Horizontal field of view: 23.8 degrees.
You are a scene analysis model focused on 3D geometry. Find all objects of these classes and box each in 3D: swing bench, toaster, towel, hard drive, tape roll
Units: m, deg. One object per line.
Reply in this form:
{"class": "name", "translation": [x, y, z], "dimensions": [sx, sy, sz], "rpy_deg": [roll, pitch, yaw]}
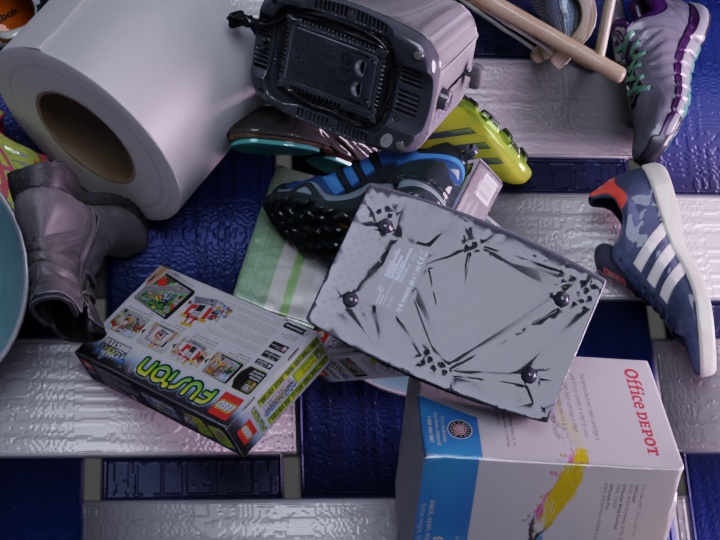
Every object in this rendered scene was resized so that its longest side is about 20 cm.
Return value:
{"class": "swing bench", "translation": [0.141, -0.255, 1.534], "dimensions": [0.198, 0.199, 0.131], "rpy_deg": [11, 99, -1]}
{"class": "toaster", "translation": [0.001, -0.182, 1.414], "dimensions": [0.199, 0.114, 0.129], "rpy_deg": [21, 29, 20]}
{"class": "towel", "translation": [0.000, 0.000, 1.482], "dimensions": [0.198, 0.023, 0.153], "rpy_deg": [16, 62, 4]}
{"class": "hard drive", "translation": [0.073, 0.027, 1.305], "dimensions": [0.199, 0.042, 0.136], "rpy_deg": [22, 74, 10]}
{"class": "tape roll", "translation": [-0.194, -0.161, 1.466], "dimensions": [0.202, 0.203, 0.139], "rpy_deg": [33, 66, 10]}

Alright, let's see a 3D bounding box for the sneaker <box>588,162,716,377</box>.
{"class": "sneaker", "translation": [0.256, 0.007, 1.513], "dimensions": [0.084, 0.075, 0.201], "rpy_deg": [-16, 67, 3]}

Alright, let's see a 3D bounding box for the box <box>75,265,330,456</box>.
{"class": "box", "translation": [-0.131, 0.069, 1.388], "dimensions": [0.199, 0.035, 0.110], "rpy_deg": [21, 59, 42]}

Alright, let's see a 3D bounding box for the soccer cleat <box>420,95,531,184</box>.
{"class": "soccer cleat", "translation": [0.067, -0.132, 1.570], "dimensions": [0.200, 0.065, 0.084], "rpy_deg": [37, 95, 7]}

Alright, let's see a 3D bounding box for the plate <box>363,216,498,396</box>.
{"class": "plate", "translation": [0.052, 0.023, 1.501], "dimensions": [0.198, 0.026, 0.202], "rpy_deg": [3, 63, -5]}

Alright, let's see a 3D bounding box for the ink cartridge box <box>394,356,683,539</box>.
{"class": "ink cartridge box", "translation": [0.135, 0.163, 1.347], "dimensions": [0.198, 0.146, 0.148], "rpy_deg": [4, 31, -4]}

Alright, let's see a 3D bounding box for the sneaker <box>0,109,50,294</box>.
{"class": "sneaker", "translation": [-0.298, -0.066, 1.479], "dimensions": [0.090, 0.078, 0.201], "rpy_deg": [-27, 73, -29]}

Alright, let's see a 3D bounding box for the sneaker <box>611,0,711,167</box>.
{"class": "sneaker", "translation": [0.263, -0.184, 1.597], "dimensions": [0.087, 0.075, 0.201], "rpy_deg": [26, 53, -6]}

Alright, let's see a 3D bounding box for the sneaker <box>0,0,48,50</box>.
{"class": "sneaker", "translation": [-0.284, -0.264, 1.568], "dimensions": [0.200, 0.079, 0.079], "rpy_deg": [-43, 94, -21]}

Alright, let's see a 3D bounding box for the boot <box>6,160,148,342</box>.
{"class": "boot", "translation": [-0.229, 0.000, 1.404], "dimensions": [0.069, 0.200, 0.133], "rpy_deg": [-17, 73, 18]}

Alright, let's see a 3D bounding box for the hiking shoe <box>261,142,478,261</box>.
{"class": "hiking shoe", "translation": [0.007, -0.060, 1.427], "dimensions": [0.199, 0.075, 0.087], "rpy_deg": [0, 40, 41]}

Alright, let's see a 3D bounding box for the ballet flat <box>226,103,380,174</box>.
{"class": "ballet flat", "translation": [-0.044, -0.122, 1.489], "dimensions": [0.068, 0.199, 0.069], "rpy_deg": [-4, 79, 37]}

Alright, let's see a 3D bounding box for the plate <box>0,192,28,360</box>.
{"class": "plate", "translation": [-0.357, 0.008, 1.415], "dimensions": [0.198, 0.026, 0.202], "rpy_deg": [-1, 86, 20]}

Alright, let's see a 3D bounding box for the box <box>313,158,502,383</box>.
{"class": "box", "translation": [0.034, 0.001, 1.412], "dimensions": [0.035, 0.110, 0.201], "rpy_deg": [44, 58, -28]}
